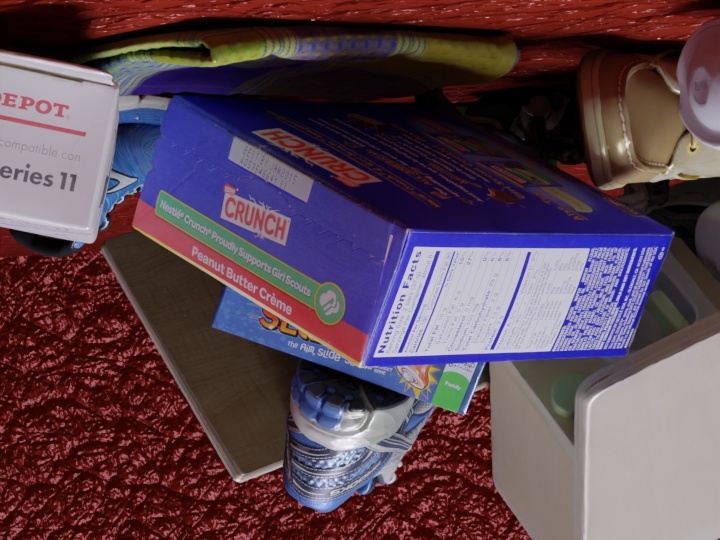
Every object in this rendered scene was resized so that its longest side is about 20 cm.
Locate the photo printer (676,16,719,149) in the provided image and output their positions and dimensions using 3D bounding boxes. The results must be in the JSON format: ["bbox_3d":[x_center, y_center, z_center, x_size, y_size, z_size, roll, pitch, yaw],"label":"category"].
[{"bbox_3d":[0.249,-0.091,1.117,0.166,0.070,0.200,-5,180,-27],"label":"photo printer"}]

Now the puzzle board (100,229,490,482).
[{"bbox_3d":[-0.031,0.026,1.391,0.199,0.151,0.017,-18,159,-41],"label":"puzzle board"}]

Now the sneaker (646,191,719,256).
[{"bbox_3d":[0.150,0.014,1.491,0.199,0.074,0.088,-12,-151,36],"label":"sneaker"}]

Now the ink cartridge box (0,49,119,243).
[{"bbox_3d":[-0.167,-0.057,1.109,0.117,0.068,0.200,11,177,-5],"label":"ink cartridge box"}]

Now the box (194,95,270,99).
[{"bbox_3d":[-0.062,-0.020,1.497,0.048,0.201,0.122,-38,-164,-31],"label":"box"}]

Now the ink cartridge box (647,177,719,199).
[{"bbox_3d":[0.215,-0.025,1.564,0.200,0.051,0.109,-22,167,39],"label":"ink cartridge box"}]

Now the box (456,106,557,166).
[{"bbox_3d":[-0.001,-0.050,1.636,0.199,0.097,0.176,-3,179,-35],"label":"box"}]

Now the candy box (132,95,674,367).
[{"bbox_3d":[0.022,-0.021,1.217,0.199,0.077,0.169,1,-157,-47],"label":"candy box"}]

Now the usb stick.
[{"bbox_3d":[0.137,-0.092,1.591,0.055,0.033,0.200,4,-177,36],"label":"usb stick"}]

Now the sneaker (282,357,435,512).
[{"bbox_3d":[0.003,0.067,1.327,0.077,0.086,0.200,24,-158,14],"label":"sneaker"}]

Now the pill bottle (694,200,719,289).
[{"bbox_3d":[0.295,-0.029,1.390,0.199,0.115,0.114,-29,-175,-14],"label":"pill bottle"}]

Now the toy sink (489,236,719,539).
[{"bbox_3d":[0.149,0.067,1.396,0.130,0.112,0.200,-25,143,-15],"label":"toy sink"}]

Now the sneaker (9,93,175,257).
[{"bbox_3d":[-0.156,-0.052,1.356,0.199,0.090,0.078,-2,179,-44],"label":"sneaker"}]

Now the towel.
[{"bbox_3d":[-0.035,-0.097,1.200,0.199,0.023,0.143,-2,179,-43],"label":"towel"}]

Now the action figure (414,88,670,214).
[{"bbox_3d":[0.119,-0.059,1.455,0.199,0.103,0.119,0,159,-24],"label":"action figure"}]

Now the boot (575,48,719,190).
[{"bbox_3d":[0.202,-0.082,1.296,0.155,0.073,0.200,-3,180,22],"label":"boot"}]

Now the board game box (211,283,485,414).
[{"bbox_3d":[0.000,0.000,1.318,0.135,0.035,0.200,19,-159,-5],"label":"board game box"}]
